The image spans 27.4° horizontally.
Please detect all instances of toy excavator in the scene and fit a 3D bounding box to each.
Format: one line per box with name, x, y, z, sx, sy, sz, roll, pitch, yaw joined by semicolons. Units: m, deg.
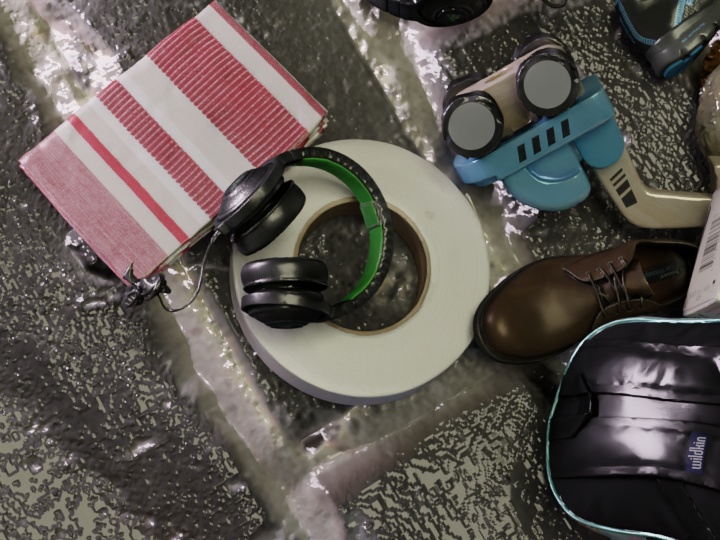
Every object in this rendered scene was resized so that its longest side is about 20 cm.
toy excavator;0.178;-0.086;1.139;0.193;0.100;0.202;-27;104;11

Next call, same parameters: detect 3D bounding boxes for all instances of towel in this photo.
towel;-0.139;-0.096;1.111;0.200;0.023;0.144;-41;73;-12

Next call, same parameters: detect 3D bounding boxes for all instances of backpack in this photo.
backpack;0.239;0.125;1.056;0.198;0.153;0.178;3;74;36

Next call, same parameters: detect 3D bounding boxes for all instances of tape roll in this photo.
tape roll;0.000;0.000;1.121;0.200;0.037;0.206;3;74;-10

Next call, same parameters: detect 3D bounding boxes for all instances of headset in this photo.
headset;-0.071;-0.013;1.063;0.198;0.094;0.125;-19;90;-31
headset;0.082;-0.258;1.169;0.197;0.094;0.125;16;73;7

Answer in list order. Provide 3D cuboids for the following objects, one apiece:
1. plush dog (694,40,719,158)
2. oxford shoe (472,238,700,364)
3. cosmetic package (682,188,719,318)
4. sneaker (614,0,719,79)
plush dog;0.347;-0.126;1.161;0.170;0.160;0.203;-16;62;27
oxford shoe;0.175;0.014;1.111;0.198;0.084;0.074;-21;86;-21
cosmetic package;0.347;0.012;1.077;0.198;0.071;0.107;20;77;-4
sneaker;0.298;-0.248;1.223;0.199;0.073;0.082;-39;83;-18
